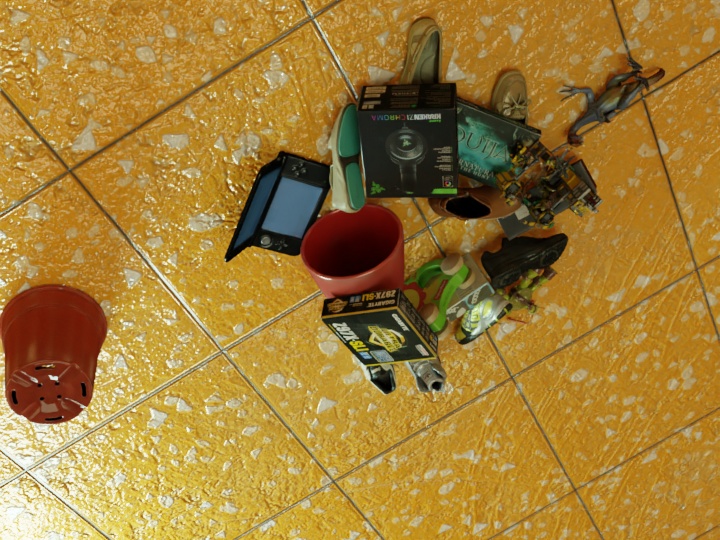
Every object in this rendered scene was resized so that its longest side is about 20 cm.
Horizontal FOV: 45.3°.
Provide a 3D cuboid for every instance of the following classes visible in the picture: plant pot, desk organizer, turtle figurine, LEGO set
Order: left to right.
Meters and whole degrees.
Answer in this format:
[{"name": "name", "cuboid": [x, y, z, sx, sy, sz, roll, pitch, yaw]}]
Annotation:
[{"name": "plant pot", "cuboid": [-0.566, 0.163, 1.587, 0.199, 0.196, 0.202, -8, 124, -12]}, {"name": "plant pot", "cuboid": [0.000, 0.000, 1.672, 0.199, 0.201, 0.178, -20, 136, -3]}, {"name": "turtle figurine", "cuboid": [0.342, 0.044, 1.868, 0.199, 0.065, 0.162, 28, 110, -29]}, {"name": "desk organizer", "cuboid": [0.375, -0.145, 1.747, 0.199, 0.077, 0.072, -30, 93, 22]}, {"name": "LEGO set", "cuboid": [0.355, -0.141, 1.608, 0.153, 0.116, 0.200, -39, 136, 11]}]

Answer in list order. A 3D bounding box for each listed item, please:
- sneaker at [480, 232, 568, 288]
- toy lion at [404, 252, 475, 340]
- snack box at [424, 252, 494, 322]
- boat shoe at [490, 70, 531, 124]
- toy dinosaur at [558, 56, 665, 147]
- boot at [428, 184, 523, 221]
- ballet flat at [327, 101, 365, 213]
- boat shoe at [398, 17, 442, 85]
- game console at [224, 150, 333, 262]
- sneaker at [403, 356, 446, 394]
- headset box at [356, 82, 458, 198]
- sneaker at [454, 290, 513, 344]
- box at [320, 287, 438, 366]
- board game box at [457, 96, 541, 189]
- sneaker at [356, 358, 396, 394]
[{"name": "sneaker", "cuboid": [0.341, -0.042, 1.794, 0.199, 0.091, 0.076, -22, 147, -17]}, {"name": "toy lion", "cuboid": [0.117, 0.063, 1.761, 0.069, 0.191, 0.201, 45, 61, -31]}, {"name": "snack box", "cuboid": [0.170, 0.060, 1.794, 0.199, 0.116, 0.037, -35, 125, 7]}, {"name": "boat shoe", "cuboid": [0.289, -0.278, 1.644, 0.073, 0.063, 0.202, -9, 124, -11]}, {"name": "toy dinosaur", "cuboid": [0.484, -0.311, 1.674, 0.198, 0.106, 0.182, 2, 143, -32]}, {"name": "boot", "cuboid": [0.233, -0.131, 1.652, 0.198, 0.155, 0.078, 5, 97, -7]}, {"name": "ballet flat", "cuboid": [-0.033, -0.206, 1.583, 0.069, 0.069, 0.202, -4, 102, -14]}, {"name": "boat shoe", "cuboid": [0.114, -0.345, 1.546, 0.072, 0.063, 0.202, -2, 122, -16]}, {"name": "game console", "cuboid": [-0.147, -0.103, 1.591, 0.174, 0.117, 0.201, 14, 117, -24]}, {"name": "sneaker", "cuboid": [0.123, 0.188, 1.864, 0.075, 0.115, 0.200, -38, 125, 9]}, {"name": "headset box", "cuboid": [0.089, -0.226, 1.557, 0.172, 0.093, 0.201, 1, 131, 8]}, {"name": "sneaker", "cuboid": [0.253, 0.094, 1.851, 0.075, 0.077, 0.200, -34, 170, -35]}, {"name": "box", "cuboid": [0.039, 0.111, 1.633, 0.158, 0.050, 0.200, -7, 145, 25]}, {"name": "board game box", "cuboid": [0.221, -0.238, 1.621, 0.198, 0.028, 0.136, 20, 124, -5]}, {"name": "sneaker", "cuboid": [0.027, 0.184, 1.850, 0.075, 0.088, 0.200, -32, 124, 7]}]
